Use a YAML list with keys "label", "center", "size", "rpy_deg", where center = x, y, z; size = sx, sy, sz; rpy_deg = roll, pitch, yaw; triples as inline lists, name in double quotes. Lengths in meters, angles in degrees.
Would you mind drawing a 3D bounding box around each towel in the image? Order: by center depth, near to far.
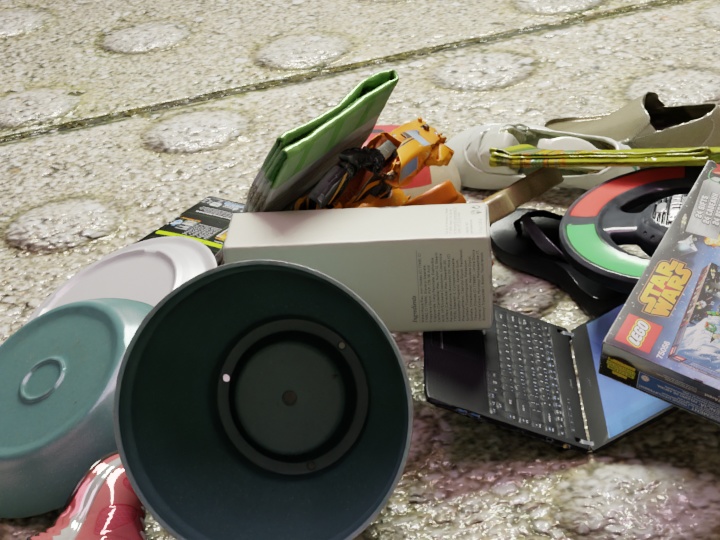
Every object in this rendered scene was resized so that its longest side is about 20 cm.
- label: "towel"
  center: [-0.052, -0.071, 1.374]
  size: [0.031, 0.200, 0.149]
  rpy_deg: [42, 49, 9]
- label: "towel"
  center: [0.214, -0.100, 1.442]
  size: [0.199, 0.018, 0.086]
  rpy_deg: [2, 10, 31]

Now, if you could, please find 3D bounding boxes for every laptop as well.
- label: "laptop"
  center: [0.155, 0.044, 1.271]
  size: [0.199, 0.104, 0.178]
  rpy_deg: [19, 26, -8]

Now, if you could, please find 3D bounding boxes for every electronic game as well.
- label: "electronic game"
  center: [0.255, -0.034, 1.336]
  size: [0.198, 0.042, 0.200]
  rpy_deg: [-7, 29, 4]

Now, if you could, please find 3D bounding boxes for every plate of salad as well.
- label: "plate of salad"
  center: [-0.198, 0.048, 1.371]
  size: [0.199, 0.048, 0.201]
  rpy_deg: [-21, 33, 15]

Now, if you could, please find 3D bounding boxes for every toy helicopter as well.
- label: "toy helicopter"
  center: [0.095, -0.041, 1.450]
  size: [0.199, 0.079, 0.132]
  rpy_deg: [-29, -1, -36]

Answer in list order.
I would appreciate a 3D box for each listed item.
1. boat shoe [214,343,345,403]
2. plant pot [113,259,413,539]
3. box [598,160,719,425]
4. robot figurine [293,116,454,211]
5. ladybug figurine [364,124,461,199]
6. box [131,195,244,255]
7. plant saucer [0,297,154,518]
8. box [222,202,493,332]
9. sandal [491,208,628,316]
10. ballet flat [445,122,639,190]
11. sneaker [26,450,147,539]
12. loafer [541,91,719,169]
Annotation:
- label: "boat shoe"
  center: [-0.094, 0.082, 1.300]
  size: [0.200, 0.070, 0.072]
  rpy_deg: [-20, 40, -16]
- label: "plant pot"
  center: [-0.056, 0.093, 1.175]
  size: [0.199, 0.202, 0.134]
  rpy_deg: [-3, 0, 7]
- label: "box"
  center: [0.270, 0.019, 1.206]
  size: [0.136, 0.040, 0.200]
  rpy_deg: [23, 53, 18]
- label: "robot figurine"
  center: [-0.001, -0.050, 1.397]
  size: [0.058, 0.146, 0.200]
  rpy_deg: [35, 37, 12]
- label: "ladybug figurine"
  center: [-0.002, -0.093, 1.588]
  size: [0.198, 0.073, 0.136]
  rpy_deg: [-7, 18, -18]
- label: "box"
  center: [-0.116, 0.008, 1.481]
  size: [0.199, 0.048, 0.193]
  rpy_deg: [14, 36, 33]
- label: "plant saucer"
  center: [-0.228, 0.090, 1.270]
  size: [0.199, 0.036, 0.201]
  rpy_deg: [-20, 41, 19]
- label: "box"
  center: [0.000, 0.000, 1.285]
  size: [0.198, 0.083, 0.068]
  rpy_deg: [-1, 26, 4]
- label: "sandal"
  center: [0.180, -0.019, 1.459]
  size: [0.076, 0.043, 0.200]
  rpy_deg: [-21, 30, -23]
- label: "ballet flat"
  center: [0.162, -0.111, 1.600]
  size: [0.199, 0.070, 0.069]
  rpy_deg: [7, 30, 21]
- label: "sneaker"
  center: [-0.170, 0.196, 1.133]
  size: [0.086, 0.074, 0.200]
  rpy_deg: [26, 30, 7]
- label: "loafer"
  center: [0.263, -0.135, 1.632]
  size: [0.198, 0.069, 0.076]
  rpy_deg: [3, 29, 19]
